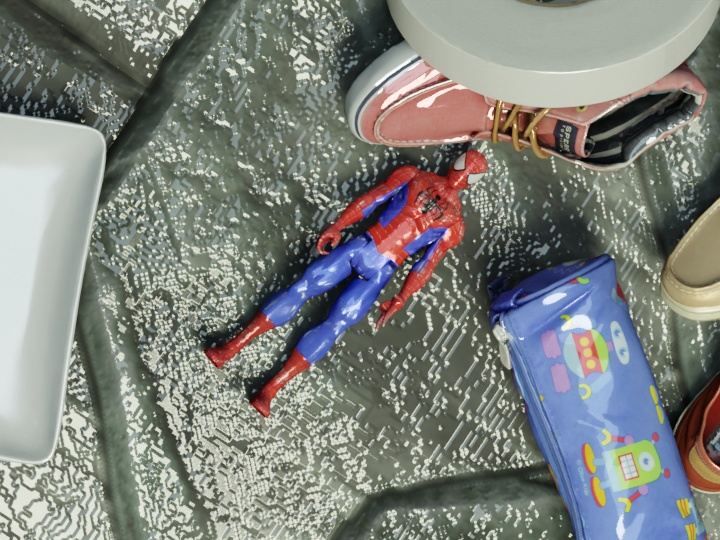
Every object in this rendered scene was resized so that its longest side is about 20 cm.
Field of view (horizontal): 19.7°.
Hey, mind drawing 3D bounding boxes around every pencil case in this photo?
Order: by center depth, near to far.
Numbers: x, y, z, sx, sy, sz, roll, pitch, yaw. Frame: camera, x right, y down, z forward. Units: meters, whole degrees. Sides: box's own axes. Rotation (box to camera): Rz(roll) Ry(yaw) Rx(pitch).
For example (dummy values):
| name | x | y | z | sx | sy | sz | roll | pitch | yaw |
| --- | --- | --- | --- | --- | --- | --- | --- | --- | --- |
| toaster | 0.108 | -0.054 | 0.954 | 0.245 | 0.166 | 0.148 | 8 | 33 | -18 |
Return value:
| name | x | y | z | sx | sy | sz | roll | pitch | yaw |
| --- | --- | --- | --- | --- | --- | --- | --- | --- | --- |
| pencil case | 0.137 | 0.090 | 1.212 | 0.087 | 0.078 | 0.200 | -20 | 90 | -22 |

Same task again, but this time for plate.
| name | x | y | z | sx | sy | sz | roll | pitch | yaw |
| --- | --- | --- | --- | --- | --- | --- | --- | --- | --- |
| plate | -0.259 | 0.000 | 1.204 | 0.200 | 0.032 | 0.200 | 9 | 87 | -4 |

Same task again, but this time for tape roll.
| name | x | y | z | sx | sy | sz | roll | pitch | yaw |
| --- | --- | --- | --- | --- | --- | --- | --- | --- | --- |
| tape roll | 0.111 | -0.185 | 1.193 | 0.203 | 0.037 | 0.203 | -1 | 59 | 2 |

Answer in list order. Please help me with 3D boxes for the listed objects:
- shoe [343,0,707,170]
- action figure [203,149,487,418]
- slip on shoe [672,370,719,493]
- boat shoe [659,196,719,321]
| name | x | y | z | sx | sy | sz | roll | pitch | yaw |
| --- | --- | --- | --- | --- | --- | --- | --- | --- | --- |
| shoe | 0.096 | -0.098 | 1.200 | 0.200 | 0.071 | 0.091 | -18 | 51 | -8 |
| action figure | 0.000 | 0.000 | 1.221 | 0.200 | 0.052 | 0.065 | -44 | 90 | -7 |
| slip on shoe | 0.257 | 0.048 | 1.233 | 0.074 | 0.061 | 0.200 | 38 | 85 | -1 |
| boat shoe | 0.252 | -0.051 | 1.219 | 0.200 | 0.069 | 0.074 | -39 | 51 | -11 |
